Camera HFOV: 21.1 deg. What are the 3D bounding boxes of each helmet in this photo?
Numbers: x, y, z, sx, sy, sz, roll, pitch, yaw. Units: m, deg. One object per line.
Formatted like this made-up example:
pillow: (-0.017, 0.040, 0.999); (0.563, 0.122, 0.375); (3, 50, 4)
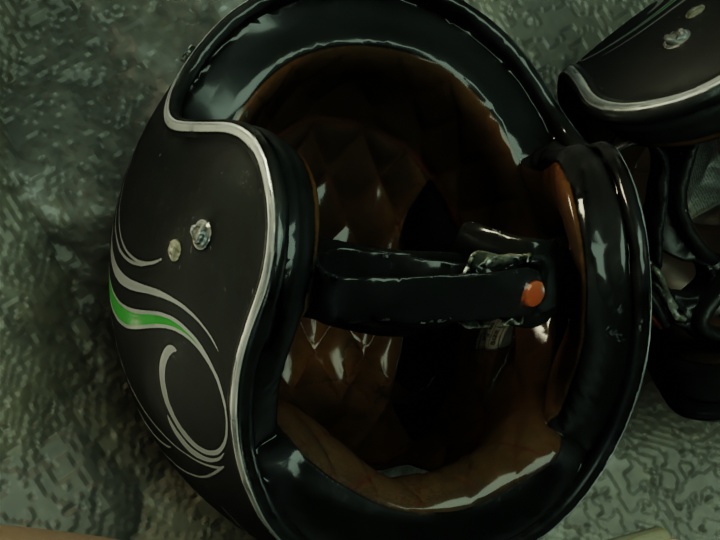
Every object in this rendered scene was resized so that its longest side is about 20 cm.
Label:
helmet: (0.190, -0.043, 0.766); (0.191, 0.200, 0.200); (-19, 84, 1)
helmet: (0.000, 0.000, 0.701); (0.200, 0.191, 0.200); (-8, 116, -16)

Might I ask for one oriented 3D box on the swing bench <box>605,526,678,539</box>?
swing bench: (0.038, 0.209, 0.661); (0.200, 0.130, 0.199); (-16, 83, 4)

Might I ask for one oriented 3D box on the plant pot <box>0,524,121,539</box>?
plant pot: (-0.143, 0.156, 0.616); (0.175, 0.200, 0.200); (-4, 78, -38)
